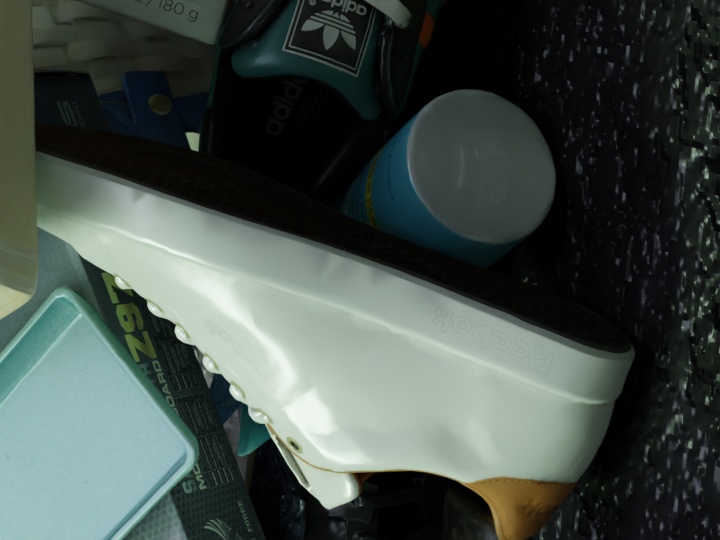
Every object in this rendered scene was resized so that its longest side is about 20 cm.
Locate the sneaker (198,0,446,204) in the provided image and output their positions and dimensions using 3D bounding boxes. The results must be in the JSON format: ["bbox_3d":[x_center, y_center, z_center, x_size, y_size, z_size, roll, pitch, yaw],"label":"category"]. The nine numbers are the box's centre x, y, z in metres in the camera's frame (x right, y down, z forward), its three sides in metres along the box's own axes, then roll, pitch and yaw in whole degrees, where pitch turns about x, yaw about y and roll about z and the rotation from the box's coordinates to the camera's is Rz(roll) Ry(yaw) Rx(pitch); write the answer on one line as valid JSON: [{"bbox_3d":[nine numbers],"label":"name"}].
[{"bbox_3d":[0.000,-0.093,0.799,0.080,0.071,0.200,-82,12,-62],"label":"sneaker"}]

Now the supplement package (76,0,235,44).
[{"bbox_3d":[-0.068,-0.196,0.848,0.120,0.121,0.200,-73,1,-73],"label":"supplement package"}]

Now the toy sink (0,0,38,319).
[{"bbox_3d":[-0.173,-0.069,0.769,0.130,0.112,0.200,-29,56,39],"label":"toy sink"}]

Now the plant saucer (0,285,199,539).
[{"bbox_3d":[-0.127,0.094,0.813,0.200,0.019,0.070,-46,74,24],"label":"plant saucer"}]

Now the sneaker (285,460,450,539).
[{"bbox_3d":[0.011,0.121,0.828,0.104,0.060,0.200,53,139,48],"label":"sneaker"}]

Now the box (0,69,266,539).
[{"bbox_3d":[-0.125,0.055,0.847,0.158,0.051,0.200,-24,84,28],"label":"box"}]

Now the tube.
[{"bbox_3d":[0.000,0.000,0.865,0.200,0.050,0.078,139,148,-60],"label":"tube"}]

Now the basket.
[{"bbox_3d":[-0.097,-0.010,0.946,0.200,0.139,0.176,65,148,23],"label":"basket"}]

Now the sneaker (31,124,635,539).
[{"bbox_3d":[-0.026,0.022,0.761,0.085,0.200,0.073,-70,-12,15],"label":"sneaker"}]
